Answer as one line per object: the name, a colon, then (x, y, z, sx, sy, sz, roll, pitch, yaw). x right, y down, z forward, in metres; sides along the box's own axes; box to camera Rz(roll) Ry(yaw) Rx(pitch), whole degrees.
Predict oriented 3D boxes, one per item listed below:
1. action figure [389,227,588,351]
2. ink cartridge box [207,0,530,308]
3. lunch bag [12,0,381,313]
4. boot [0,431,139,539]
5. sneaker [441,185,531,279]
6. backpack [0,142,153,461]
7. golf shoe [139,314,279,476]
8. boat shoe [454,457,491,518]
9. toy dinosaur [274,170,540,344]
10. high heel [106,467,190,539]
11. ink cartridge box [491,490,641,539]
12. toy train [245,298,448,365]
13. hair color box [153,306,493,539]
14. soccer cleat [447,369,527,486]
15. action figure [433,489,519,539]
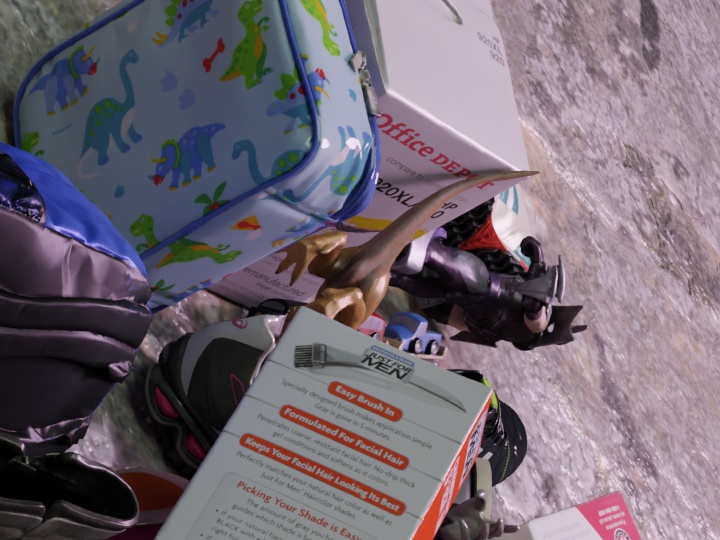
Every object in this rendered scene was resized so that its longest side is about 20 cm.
action figure: (0.064, 0.005, 1.699, 0.200, 0.130, 0.070, 25, 61, -40)
ink cartridge box: (-0.030, -0.093, 1.531, 0.147, 0.200, 0.145, 27, 43, -47)
lunch bag: (-0.089, -0.079, 1.417, 0.082, 0.200, 0.161, 20, 48, -53)
boot: (-0.147, 0.133, 1.201, 0.200, 0.130, 0.068, 23, 46, -50)
sneaker: (0.068, -0.056, 1.785, 0.094, 0.070, 0.200, -96, 164, -47)
backpack: (-0.201, 0.000, 1.195, 0.200, 0.163, 0.168, 22, 23, -46)
golf shoe: (-0.035, 0.111, 1.463, 0.200, 0.088, 0.077, 50, 28, -24)
boat shoe: (0.040, 0.199, 1.541, 0.063, 0.074, 0.202, 9, 61, -14)
toy dinosaur: (0.000, 0.000, 1.486, 0.060, 0.200, 0.106, 47, 22, 20)
high heel: (-0.084, 0.154, 1.375, 0.199, 0.097, 0.067, -2, 22, -35)
ink cartridge box: (0.143, 0.251, 1.638, 0.145, 0.083, 0.201, -7, 71, -61)
toy train: (-0.008, 0.042, 1.611, 0.200, 0.034, 0.046, 11, 93, -56)
hair color box: (-0.026, 0.123, 1.286, 0.111, 0.064, 0.200, 23, 53, 12)
soccer cleat: (0.062, 0.095, 1.645, 0.200, 0.081, 0.068, 11, 55, -56)
action figure: (0.032, 0.167, 1.371, 0.200, 0.102, 0.119, 40, 57, -34)
